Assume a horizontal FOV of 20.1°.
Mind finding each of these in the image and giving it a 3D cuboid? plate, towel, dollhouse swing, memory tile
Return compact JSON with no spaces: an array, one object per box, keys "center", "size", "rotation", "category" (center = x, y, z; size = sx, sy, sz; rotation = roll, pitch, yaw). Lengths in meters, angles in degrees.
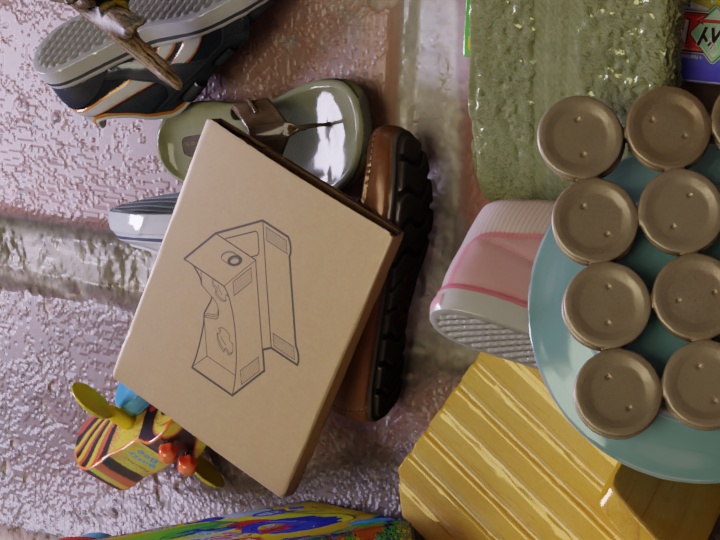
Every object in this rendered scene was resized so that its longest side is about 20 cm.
[{"center":[0.195,0.021,1.166],"size":[0.199,0.026,0.201],"rotation":[-1,77,3],"category":"plate"},{"center":[0.130,-0.117,1.231],"size":[0.148,0.036,0.201],"rotation":[17,127,32],"category":"towel"},{"center":[0.097,0.166,1.257],"size":[0.176,0.182,0.200],"rotation":[37,119,5],"category":"dollhouse swing"},{"center":[0.185,-0.008,1.152],"size":[0.152,0.017,0.201],"rotation":[-7,77,1],"category":"memory tile"}]

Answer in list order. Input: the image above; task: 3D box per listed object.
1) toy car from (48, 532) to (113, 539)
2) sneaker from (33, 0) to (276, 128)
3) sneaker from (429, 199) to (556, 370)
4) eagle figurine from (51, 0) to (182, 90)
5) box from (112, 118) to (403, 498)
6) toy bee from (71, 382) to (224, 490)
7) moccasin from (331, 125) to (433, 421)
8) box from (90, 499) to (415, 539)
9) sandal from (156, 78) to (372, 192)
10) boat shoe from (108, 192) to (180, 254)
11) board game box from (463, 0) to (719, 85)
[{"center":[-0.142,0.277,1.478],"size":[0.199,0.184,0.178],"rotation":[-6,93,9],"category":"toy car"},{"center":[-0.128,-0.164,1.438],"size":[0.199,0.079,0.079],"rotation":[-20,42,21],"category":"sneaker"},{"center":[0.149,0.018,1.227],"size":[0.199,0.105,0.075],"rotation":[21,154,0],"category":"sneaker"},{"center":[-0.126,-0.246,1.355],"size":[0.200,0.152,0.151],"rotation":[-53,17,-1],"category":"eagle figurine"},{"center":[-0.073,0.024,1.352],"size":[0.163,0.021,0.201],"rotation":[32,112,25],"category":"box"},{"center":[-0.145,0.107,1.452],"size":[0.130,0.109,0.200],"rotation":[18,132,-11],"category":"toy bee"},{"center":[0.001,-0.001,1.364],"size":[0.077,0.074,0.202],"rotation":[18,117,22],"category":"moccasin"},{"center":[-0.081,0.232,1.332],"size":[0.200,0.192,0.123],"rotation":[174,87,-69],"category":"box"},{"center":[-0.073,-0.086,1.413],"size":[0.200,0.057,0.080],"rotation":[-5,94,38],"category":"sandal"},{"center":[-0.108,-0.014,1.432],"size":[0.200,0.073,0.067],"rotation":[7,110,50],"category":"boat shoe"},{"center":[0.155,-0.189,1.241],"size":[0.199,0.029,0.135],"rotation":[10,102,36],"category":"board game box"}]
